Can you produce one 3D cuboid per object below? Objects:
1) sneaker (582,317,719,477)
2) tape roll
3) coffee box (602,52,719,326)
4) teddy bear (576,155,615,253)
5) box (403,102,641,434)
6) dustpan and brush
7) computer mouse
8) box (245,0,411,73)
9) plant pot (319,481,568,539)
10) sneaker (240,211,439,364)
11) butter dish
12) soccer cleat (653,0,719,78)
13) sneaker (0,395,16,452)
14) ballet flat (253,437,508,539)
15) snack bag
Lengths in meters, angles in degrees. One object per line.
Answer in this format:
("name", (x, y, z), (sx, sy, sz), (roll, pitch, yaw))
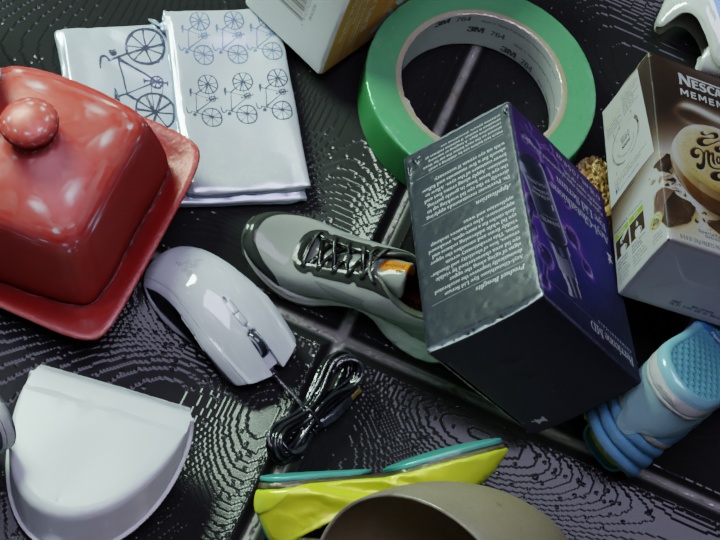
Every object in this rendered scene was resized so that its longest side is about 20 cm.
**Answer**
("sneaker", (0.245, 0.100, 1.572), (0.080, 0.131, 0.200), (55, 30, 15))
("tape roll", (0.099, -0.148, 1.685), (0.200, 0.048, 0.201), (5, 62, -9))
("coffee box", (0.265, -0.064, 1.571), (0.113, 0.080, 0.200), (16, 48, -18))
("teddy bear", (0.241, -0.048, 1.658), (0.145, 0.067, 0.200), (22, 54, -10))
("box", (0.122, -0.001, 1.514), (0.104, 0.148, 0.200), (-28, 47, 24))
("dustpan and brush", (-0.218, 0.179, 1.459), (0.140, 0.057, 0.200), (15, 54, 11))
("computer mouse", (-0.092, 0.051, 1.547), (0.200, 0.044, 0.110), (43, 65, 12))
("box", (0.014, -0.280, 1.684), (0.097, 0.124, 0.200), (44, 59, 12))
("plant pot", (0.082, 0.235, 1.419), (0.134, 0.200, 0.200), (-21, 66, -47))
("sneaker", (0.000, 0.000, 1.572), (0.200, 0.079, 0.074), (24, 63, 4))
("butter dish", (-0.247, -0.080, 1.516), (0.199, 0.148, 0.200), (22, 65, 8))
("soccer cleat", (0.350, -0.186, 1.749), (0.200, 0.070, 0.086), (38, 79, 12))
("sneaker", (-0.365, 0.102, 1.442), (0.202, 0.077, 0.146), (33, 50, 19))
("ballet flat", (0.018, 0.175, 1.501), (0.200, 0.067, 0.067), (-8, 86, -12))
("snack bag", (-0.152, -0.137, 1.647), (0.200, 0.021, 0.189), (-4, 64, -12))
